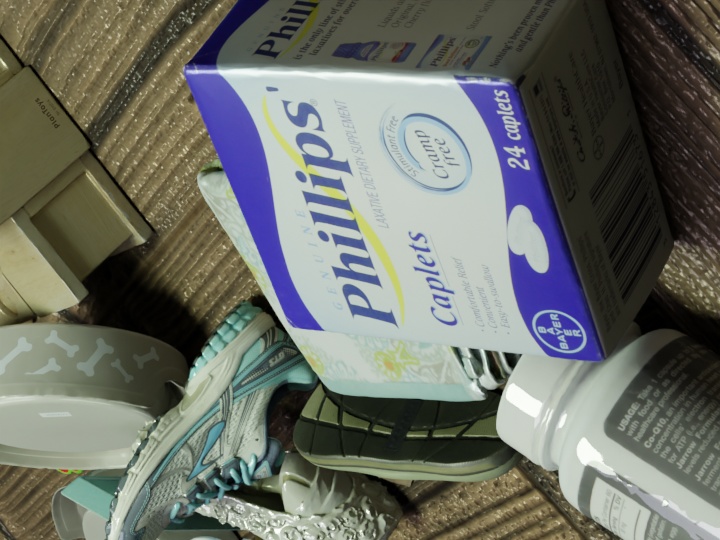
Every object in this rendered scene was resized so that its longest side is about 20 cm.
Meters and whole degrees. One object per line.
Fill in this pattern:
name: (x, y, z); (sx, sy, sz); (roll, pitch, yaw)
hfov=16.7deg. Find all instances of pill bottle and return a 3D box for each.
pill bottle: (0.179, 0.102, 1.321); (0.199, 0.113, 0.113); (33, 149, 23)

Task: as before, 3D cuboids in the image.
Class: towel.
towel: (0.000, 0.000, 1.504); (0.199, 0.048, 0.172); (-1, 124, 54)

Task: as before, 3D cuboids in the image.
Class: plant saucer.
plant saucer: (-0.126, 0.169, 1.785); (0.070, 0.019, 0.199); (24, -172, 35)

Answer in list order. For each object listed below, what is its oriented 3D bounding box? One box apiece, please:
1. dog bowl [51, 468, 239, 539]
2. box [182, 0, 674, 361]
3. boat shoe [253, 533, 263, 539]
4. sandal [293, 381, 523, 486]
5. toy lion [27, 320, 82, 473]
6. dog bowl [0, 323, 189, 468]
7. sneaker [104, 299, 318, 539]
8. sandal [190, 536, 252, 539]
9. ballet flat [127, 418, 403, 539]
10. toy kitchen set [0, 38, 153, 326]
dog bowl: (-0.162, 0.235, 2.007); (0.200, 0.059, 0.201); (32, 148, 23)
box: (0.038, -0.059, 1.273); (0.199, 0.105, 0.185); (5, 133, 33)
boat shoe: (-0.028, 0.239, 1.791); (0.074, 0.066, 0.201); (35, 141, 48)
sandal: (0.031, 0.110, 1.574); (0.200, 0.080, 0.057); (12, 151, 46)
toy lion: (-0.303, 0.087, 2.015); (0.199, 0.069, 0.192); (19, 149, 40)
dog bowl: (-0.213, 0.091, 1.770); (0.199, 0.059, 0.200); (0, 161, 0)
sneaker: (-0.099, 0.122, 1.641); (0.086, 0.201, 0.078); (31, 170, 3)
sandal: (-0.044, 0.258, 1.876); (0.206, 0.059, 0.079); (25, 119, 0)
ballet flat: (-0.069, 0.147, 1.700); (0.199, 0.072, 0.072); (12, 143, 8)
toy kitchen set: (-0.293, -0.040, 1.719); (0.200, 0.163, 0.180); (53, 151, -11)
